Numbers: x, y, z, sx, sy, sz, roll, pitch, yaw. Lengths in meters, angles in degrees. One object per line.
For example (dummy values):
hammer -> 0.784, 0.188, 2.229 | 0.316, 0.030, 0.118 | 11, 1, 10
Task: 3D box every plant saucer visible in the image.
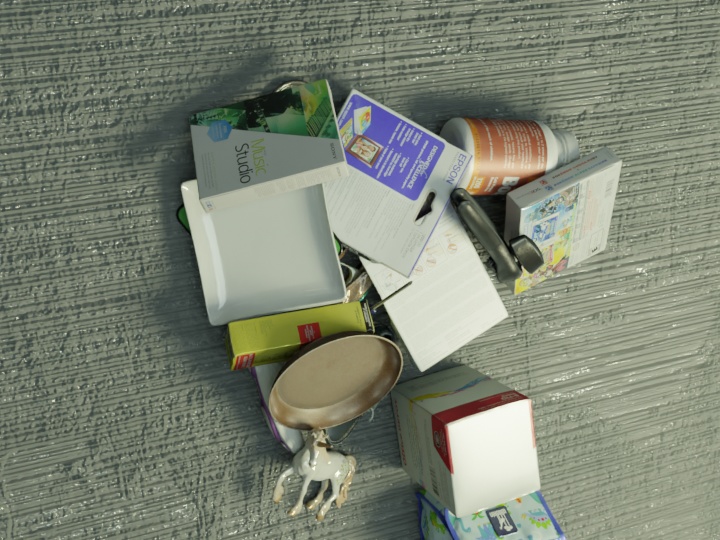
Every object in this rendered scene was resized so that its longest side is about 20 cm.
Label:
plant saucer -> -0.037, 0.148, 1.269 | 0.198, 0.032, 0.202 | -16, 141, -14

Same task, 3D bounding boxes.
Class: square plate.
square plate -> -0.130, -0.041, 1.247 | 0.195, 0.028, 0.203 | -11, 96, 7

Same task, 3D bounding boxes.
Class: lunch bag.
lunch bag -> 0.196, 0.399, 1.409 | 0.168, 0.200, 0.129 | -11, 103, -17

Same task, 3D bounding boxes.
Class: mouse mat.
mouse mat -> -0.140, -0.054, 1.263 | 0.160, 0.008, 0.201 | -40, 92, 9

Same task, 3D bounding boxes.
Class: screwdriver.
screwdriver -> 0.029, 0.048, 1.303 | 0.029, 0.200, 0.028 | -8, 74, -35

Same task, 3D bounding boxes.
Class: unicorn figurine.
unicorn figurine -> -0.065, 0.294, 1.341 | 0.073, 0.200, 0.139 | 30, 93, 22

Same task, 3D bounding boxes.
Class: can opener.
can opener -> 0.185, -0.052, 1.303 | 0.079, 0.064, 0.200 | -42, 126, 9

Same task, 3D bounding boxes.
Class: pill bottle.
pill bottle -> 0.222, -0.170, 1.371 | 0.197, 0.112, 0.114 | -1, 99, -19

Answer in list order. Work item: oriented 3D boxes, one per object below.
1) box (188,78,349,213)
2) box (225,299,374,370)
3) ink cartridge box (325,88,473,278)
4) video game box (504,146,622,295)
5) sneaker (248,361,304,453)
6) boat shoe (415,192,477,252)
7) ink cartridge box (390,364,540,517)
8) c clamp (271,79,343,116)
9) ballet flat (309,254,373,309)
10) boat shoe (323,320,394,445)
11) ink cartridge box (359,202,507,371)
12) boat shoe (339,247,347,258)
box -> -0.123, -0.167, 1.212 | 0.197, 0.036, 0.146 | -14, 61, 1
box -> -0.085, 0.090, 1.265 | 0.197, 0.075, 0.051 | -8, 69, -17
ink cartridge box -> 0.027, -0.119, 1.282 | 0.198, 0.043, 0.200 | 29, 85, 4
video game box -> 0.303, -0.073, 1.398 | 0.181, 0.047, 0.201 | -27, 143, -16
sneaker -> -0.103, 0.169, 1.329 | 0.098, 0.075, 0.203 | -19, 105, -15
boat shoe -> 0.106, -0.079, 1.366 | 0.074, 0.073, 0.202 | -30, 113, -9
ink cartridge box -> 0.152, 0.247, 1.369 | 0.143, 0.200, 0.147 | -14, 104, -19
c clamp -> -0.082, -0.175, 1.306 | 0.200, 0.027, 0.171 | -47, 111, -8
ballet flat -> 0.000, 0.000, 1.346 | 0.067, 0.068, 0.200 | 45, 81, -14
boat shoe -> -0.003, 0.175, 1.373 | 0.074, 0.062, 0.202 | 29, 89, -23
ink cartridge box -> 0.105, 0.022, 1.344 | 0.159, 0.047, 0.202 | -31, 104, -6
boat shoe -> -0.092, -0.002, 1.306 | 0.199, 0.072, 0.073 | -32, 108, -12
